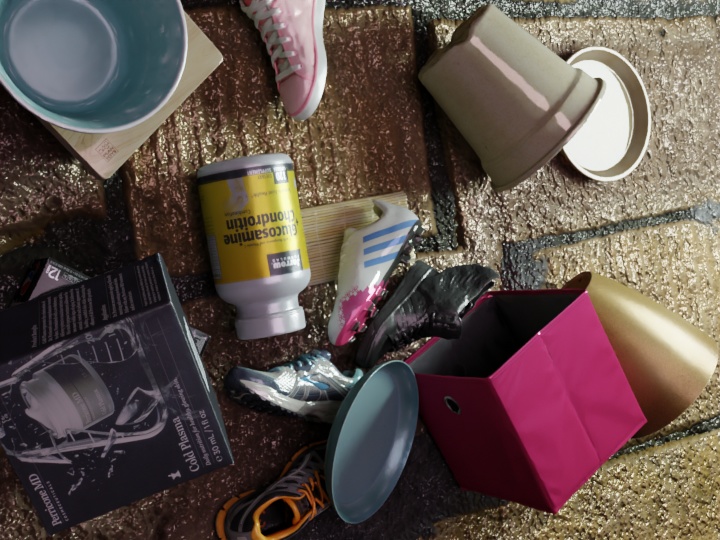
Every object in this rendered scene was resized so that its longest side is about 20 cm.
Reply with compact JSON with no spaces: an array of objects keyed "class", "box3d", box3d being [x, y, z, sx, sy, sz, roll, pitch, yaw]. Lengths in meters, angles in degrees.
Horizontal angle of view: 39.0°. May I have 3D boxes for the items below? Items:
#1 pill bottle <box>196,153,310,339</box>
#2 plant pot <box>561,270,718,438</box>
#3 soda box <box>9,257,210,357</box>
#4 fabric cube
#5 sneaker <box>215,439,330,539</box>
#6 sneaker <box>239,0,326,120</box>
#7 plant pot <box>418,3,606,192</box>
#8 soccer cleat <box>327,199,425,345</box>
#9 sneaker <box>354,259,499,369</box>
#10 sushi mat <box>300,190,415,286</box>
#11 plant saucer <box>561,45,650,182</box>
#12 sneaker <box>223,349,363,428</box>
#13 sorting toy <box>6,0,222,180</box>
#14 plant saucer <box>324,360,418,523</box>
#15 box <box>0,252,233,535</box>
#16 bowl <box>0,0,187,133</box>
[{"class":"pill bottle","box3d":[-0.118,-0.027,1.163,0.111,0.112,0.201,-12,94,-31]},{"class":"plant pot","box3d":[0.362,0.099,1.424,0.200,0.186,0.187,42,68,-9]},{"class":"soda box","box3d":[-0.268,0.058,1.091,0.199,0.071,0.064,30,73,-27]},{"class":"fabric cube","box3d":[0.204,0.159,1.302,0.200,0.196,0.200,-36,108,-28]},{"class":"sneaker","box3d":[-0.071,0.269,1.200,0.200,0.077,0.079,-32,102,-30]},{"class":"sneaker","box3d":[-0.098,-0.282,1.206,0.104,0.075,0.202,10,75,-35]},{"class":"plant pot","box3d":[0.183,-0.237,1.322,0.183,0.200,0.201,43,68,-11]},{"class":"soccer cleat","box3d":[0.000,0.000,1.247,0.086,0.070,0.200,30,67,9]},{"class":"sneaker","box3d":[0.084,0.061,1.288,0.104,0.060,0.200,30,65,12]},{"class":"sushi mat","box3d":[-0.019,-0.040,1.281,0.199,0.012,0.096,-13,95,-31]},{"class":"plant saucer","box3d":[0.351,-0.230,1.503,0.199,0.029,0.202,2,86,-31]},{"class":"sneaker","box3d":[-0.076,0.133,1.212,0.199,0.077,0.087,21,71,-38]},{"class":"sorting toy","box3d":[-0.288,-0.233,1.093,0.199,0.069,0.200,48,66,-20]},{"class":"plant saucer","box3d":[0.011,0.202,1.219,0.200,0.027,0.201,-35,132,-50]},{"class":"box","box3d":[-0.253,0.120,1.007,0.196,0.124,0.201,-20,118,-7]},{"class":"bowl","box3d":[-0.281,-0.227,0.995,0.200,0.105,0.202,1,88,-31]}]
